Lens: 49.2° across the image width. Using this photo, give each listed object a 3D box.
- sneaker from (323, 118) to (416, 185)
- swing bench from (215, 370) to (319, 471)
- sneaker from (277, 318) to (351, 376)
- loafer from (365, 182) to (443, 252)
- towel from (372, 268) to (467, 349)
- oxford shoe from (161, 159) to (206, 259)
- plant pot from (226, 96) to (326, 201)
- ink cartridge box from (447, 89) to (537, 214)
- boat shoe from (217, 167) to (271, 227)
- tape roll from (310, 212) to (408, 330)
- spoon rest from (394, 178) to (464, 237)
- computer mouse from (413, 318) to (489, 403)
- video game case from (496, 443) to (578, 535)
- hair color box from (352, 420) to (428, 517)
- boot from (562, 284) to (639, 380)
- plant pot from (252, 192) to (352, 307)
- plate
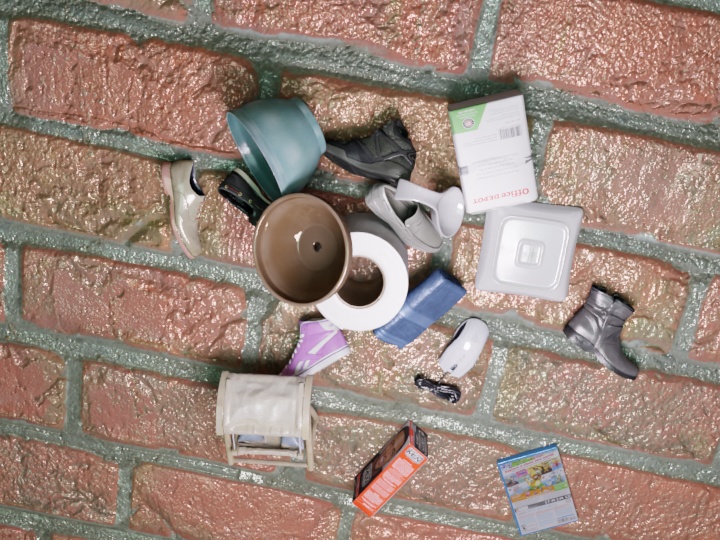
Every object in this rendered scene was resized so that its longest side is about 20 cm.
[{"bbox_3d":[0.022,-0.243,1.540,0.195,0.076,0.117,16,78,23],"label":"sneaker"},{"bbox_3d":[-0.194,0.319,1.673,0.193,0.132,0.202,2,143,5],"label":"swing bench"},{"bbox_3d":[-0.121,0.171,1.701,0.198,0.072,0.116,-32,85,19],"label":"sneaker"},{"bbox_3d":[0.096,-0.103,1.562,0.198,0.069,0.071,34,65,-24],"label":"loafer"},{"bbox_3d":[0.119,0.078,1.630,0.199,0.049,0.111,-42,141,18],"label":"towel"},{"bbox_3d":[-0.348,-0.124,1.603,0.072,0.071,0.205,-10,109,4],"label":"oxford shoe"},{"bbox_3d":[-0.148,-0.245,1.498,0.133,0.200,0.203,-34,106,-12],"label":"plant pot"},{"bbox_3d":[0.254,-0.228,1.518,0.142,0.085,0.205,-10,108,7],"label":"ink cartridge box"},{"bbox_3d":[-0.202,-0.114,1.586,0.201,0.074,0.063,44,67,-7],"label":"boat shoe"},{"bbox_3d":[0.000,0.000,1.586,0.196,0.140,0.208,1,110,4],"label":"tape roll"},{"bbox_3d":[0.147,-0.126,1.524,0.060,0.198,0.102,15,88,42],"label":"spoon rest"},{"bbox_3d":[0.206,0.193,1.690,0.108,0.044,0.203,28,109,-5],"label":"computer mouse"},{"bbox_3d":[0.405,0.503,1.799,0.140,0.018,0.204,-17,107,10],"label":"video game case"},{"bbox_3d":[0.066,0.442,1.756,0.061,0.102,0.201,38,106,-10],"label":"hair color box"},{"bbox_3d":[0.531,0.130,1.636,0.198,0.070,0.133,33,103,-12],"label":"boot"},{"bbox_3d":[-0.095,-0.041,1.461,0.195,0.092,0.207,3,98,22],"label":"plant pot"},{"bbox_3d":[0.343,-0.038,1.607,0.194,0.032,0.205,8,110,2],"label":"plate"}]
